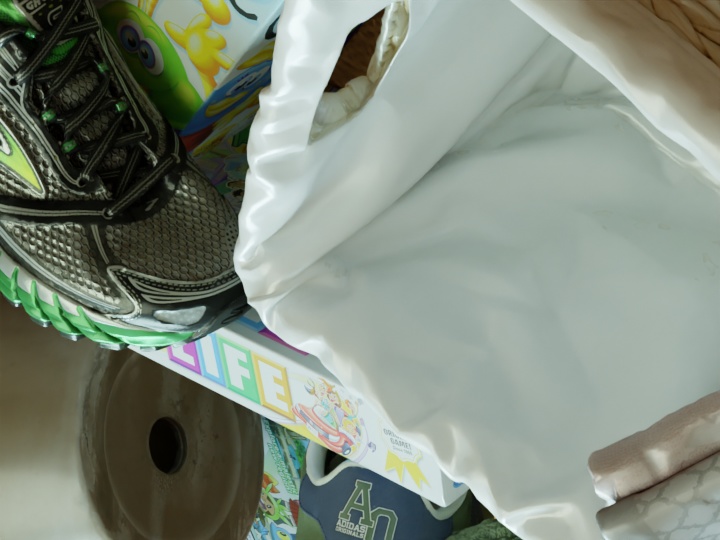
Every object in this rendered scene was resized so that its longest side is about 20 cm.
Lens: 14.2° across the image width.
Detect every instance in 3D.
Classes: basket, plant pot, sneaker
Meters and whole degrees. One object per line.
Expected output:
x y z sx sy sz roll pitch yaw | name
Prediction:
0.090 -0.036 0.844 0.200 0.161 0.198 40 144 21 | basket
-0.143 0.080 1.199 0.173 0.200 0.200 -8 113 37 | plant pot
0.018 0.070 1.043 0.067 0.200 0.090 12 113 6 | sneaker
-0.108 -0.053 0.966 0.200 0.078 0.085 44 146 15 | sneaker

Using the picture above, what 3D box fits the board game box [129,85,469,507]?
0.000 0.000 1.014 0.200 0.134 0.034 24 136 38 | board game box

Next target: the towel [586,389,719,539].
0.181 0.068 0.768 0.200 0.191 0.032 48 -157 -47 | towel

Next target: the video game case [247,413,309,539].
-0.072 0.038 1.243 0.182 0.022 0.200 3 120 51 | video game case

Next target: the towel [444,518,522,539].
0.128 0.144 0.984 0.200 0.037 0.149 1 125 9 | towel

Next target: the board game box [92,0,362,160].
-0.042 -0.126 0.984 0.103 0.105 0.200 51 148 5 | board game box
